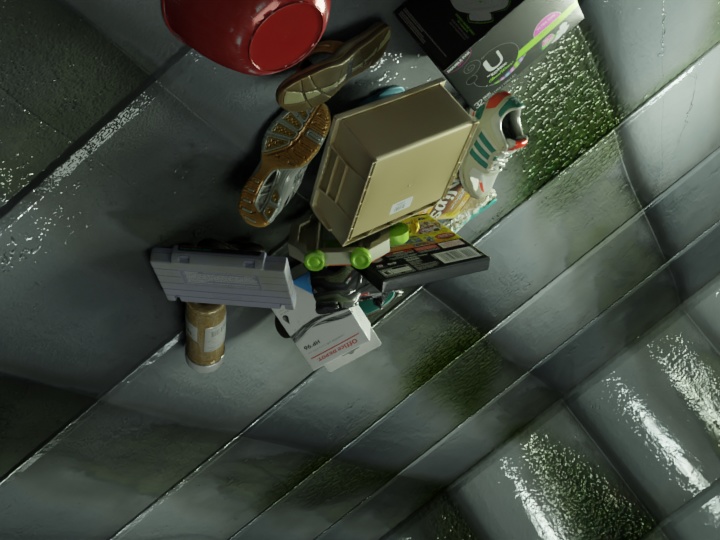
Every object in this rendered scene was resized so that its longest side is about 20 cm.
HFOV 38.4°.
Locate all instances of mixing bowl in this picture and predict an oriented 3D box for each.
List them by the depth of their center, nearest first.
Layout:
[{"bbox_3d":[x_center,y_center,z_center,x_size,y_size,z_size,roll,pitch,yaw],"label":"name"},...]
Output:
[{"bbox_3d":[-0.108,-0.294,1.157,0.200,0.108,0.200,-29,154,-16],"label":"mixing bowl"}]

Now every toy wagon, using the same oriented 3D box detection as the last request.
[{"bbox_3d":[-0.009,-0.051,1.583,0.199,0.155,0.040,-2,122,3],"label":"toy wagon"}]

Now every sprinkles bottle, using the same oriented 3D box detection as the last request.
[{"bbox_3d":[-0.250,0.091,1.672,0.068,0.068,0.200,-24,153,-23],"label":"sprinkles bottle"}]

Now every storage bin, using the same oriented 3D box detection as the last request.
[{"bbox_3d":[0.046,-0.153,1.503,0.200,0.094,0.199,-25,154,-31],"label":"storage bin"}]

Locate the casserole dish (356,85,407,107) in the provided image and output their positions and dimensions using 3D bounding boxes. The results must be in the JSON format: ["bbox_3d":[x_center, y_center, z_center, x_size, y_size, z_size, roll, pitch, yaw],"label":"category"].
[{"bbox_3d":[0.025,-0.193,1.571,0.121,0.039,0.200,-17,148,-36],"label":"casserole dish"}]

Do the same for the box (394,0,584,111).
[{"bbox_3d":[0.177,-0.345,1.401,0.200,0.124,0.148,-40,155,11],"label":"box"}]

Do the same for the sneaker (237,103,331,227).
[{"bbox_3d":[-0.106,-0.157,1.454,0.200,0.076,0.088,-55,180,17],"label":"sneaker"}]

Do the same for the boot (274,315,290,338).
[{"bbox_3d":[-0.076,0.042,1.813,0.200,0.074,0.075,-52,156,24],"label":"boot"}]

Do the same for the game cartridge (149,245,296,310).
[{"bbox_3d":[-0.199,0.010,1.522,0.199,0.038,0.130,5,147,6],"label":"game cartridge"}]

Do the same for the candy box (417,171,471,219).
[{"bbox_3d":[0.113,-0.141,1.745,0.200,0.055,0.116,-6,142,-44],"label":"candy box"}]

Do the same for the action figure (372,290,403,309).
[{"bbox_3d":[0.046,-0.009,1.820,0.102,0.119,0.200,-4,149,13],"label":"action figure"}]

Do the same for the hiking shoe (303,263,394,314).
[{"bbox_3d":[0.000,0.000,1.672,0.200,0.101,0.076,-20,-176,-42],"label":"hiking shoe"}]

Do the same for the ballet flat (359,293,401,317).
[{"bbox_3d":[0.062,0.019,1.945,0.200,0.068,0.068,-43,162,16],"label":"ballet flat"}]

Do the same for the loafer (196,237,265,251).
[{"bbox_3d":[-0.186,-0.012,1.599,0.073,0.072,0.200,-11,155,30],"label":"loafer"}]

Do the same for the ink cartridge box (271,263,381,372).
[{"bbox_3d":[-0.060,0.085,1.740,0.116,0.200,0.068,-29,-162,12],"label":"ink cartridge box"}]

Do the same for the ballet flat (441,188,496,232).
[{"bbox_3d":[0.159,-0.089,1.871,0.200,0.072,0.072,-42,155,-5],"label":"ballet flat"}]

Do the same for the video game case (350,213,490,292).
[{"bbox_3d":[0.072,-0.031,1.627,0.200,0.181,0.026,-12,122,-28],"label":"video game case"}]

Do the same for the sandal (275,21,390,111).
[{"bbox_3d":[-0.041,-0.272,1.348,0.200,0.054,0.080,-40,164,-27],"label":"sandal"}]

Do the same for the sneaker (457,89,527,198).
[{"bbox_3d":[0.219,-0.197,1.675,0.070,0.093,0.200,-21,129,-39],"label":"sneaker"}]
